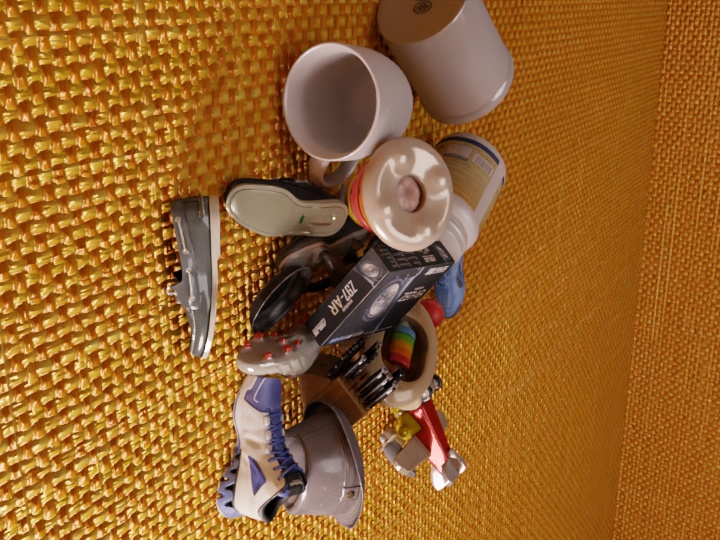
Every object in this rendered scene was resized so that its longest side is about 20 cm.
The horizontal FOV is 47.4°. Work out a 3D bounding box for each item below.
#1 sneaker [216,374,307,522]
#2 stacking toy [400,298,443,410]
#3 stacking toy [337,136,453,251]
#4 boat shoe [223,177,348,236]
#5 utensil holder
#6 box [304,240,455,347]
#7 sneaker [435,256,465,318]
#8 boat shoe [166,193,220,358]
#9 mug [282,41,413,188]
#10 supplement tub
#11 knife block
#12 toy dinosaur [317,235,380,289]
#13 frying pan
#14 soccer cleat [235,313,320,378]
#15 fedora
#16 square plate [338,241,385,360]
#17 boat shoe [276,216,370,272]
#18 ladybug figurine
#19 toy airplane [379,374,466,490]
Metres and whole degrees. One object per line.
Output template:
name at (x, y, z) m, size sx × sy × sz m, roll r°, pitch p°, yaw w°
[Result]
sneaker at (-0.119, 0.251, 1.117) m, size 0.080 × 0.113 × 0.205 m, roll 12°, pitch 89°, yaw -59°
stacking toy at (0.094, 0.134, 1.423) m, size 0.203 × 0.083 × 0.086 m, roll -67°, pitch 147°, yaw -30°
stacking toy at (0.023, -0.099, 1.145) m, size 0.143 × 0.198 × 0.151 m, roll 0°, pitch 89°, yaw -31°
boat shoe at (-0.106, -0.090, 1.092) m, size 0.197 × 0.068 × 0.073 m, roll 5°, pitch 125°, yaw -47°
utensil holder at (0.134, -0.358, 1.297) m, size 0.200 × 0.167 × 0.174 m, roll 42°, pitch 65°, yaw -52°
box at (0.032, 0.030, 1.181) m, size 0.161 × 0.044 × 0.198 m, roll -48°, pitch 159°, yaw 27°
sneaker at (0.159, -0.011, 1.550) m, size 0.077 × 0.065 × 0.206 m, roll -2°, pitch 101°, yaw -46°
boat shoe at (-0.201, 0.009, 0.979) m, size 0.060 × 0.073 × 0.205 m, roll 1°, pitch 111°, yaw -15°
mug at (-0.013, -0.207, 1.138) m, size 0.174 × 0.146 × 0.204 m, roll -20°, pitch 138°, yaw -63°
supplement tub at (0.158, -0.123, 1.429) m, size 0.202 × 0.142 × 0.146 m, roll -59°, pitch 143°, yaw -30°
knife block at (-0.006, 0.197, 1.228) m, size 0.064 × 0.172 × 0.205 m, roll -33°, pitch 127°, yaw -47°
toy dinosaur at (0.000, 0.000, 1.205) m, size 0.199 × 0.077 × 0.103 m, roll -21°, pitch 146°, yaw -60°
frying pan at (-0.088, 0.019, 1.131) m, size 0.189 × 0.031 × 0.116 m, roll -39°, pitch 162°, yaw -40°
soccer cleat at (-0.105, 0.121, 1.139) m, size 0.199 × 0.068 × 0.079 m, roll -21°, pitch 129°, yaw -62°
fedora at (-0.070, 0.290, 1.186) m, size 0.088 × 0.178 × 0.203 m, roll -11°, pitch 138°, yaw -31°
square plate at (0.045, 0.071, 1.414) m, size 0.200 × 0.028 × 0.203 m, roll 40°, pitch 66°, yaw -56°
boat shoe at (-0.063, -0.043, 1.188) m, size 0.198 × 0.057 × 0.067 m, roll -21°, pitch 153°, yaw -51°
ladybug figurine at (0.056, 0.132, 1.321) m, size 0.134 × 0.072 × 0.203 m, roll 29°, pitch 53°, yaw -13°
toy airplane at (0.105, 0.303, 1.478) m, size 0.200 × 0.139 × 0.203 m, roll 46°, pitch 32°, yaw -42°
